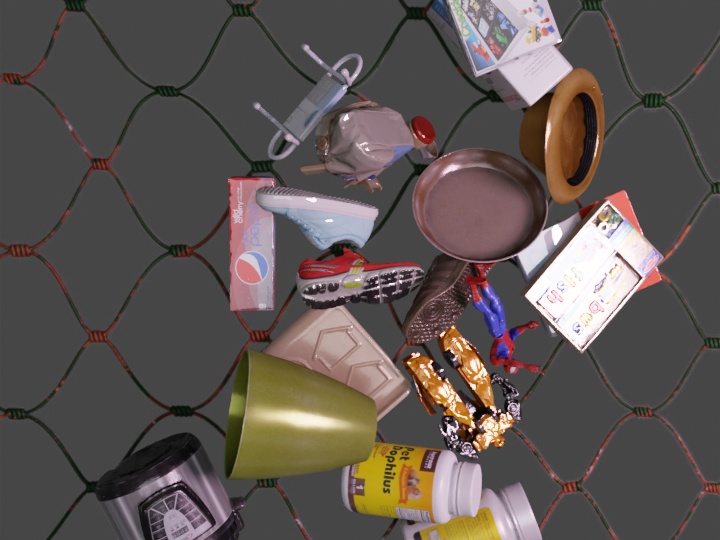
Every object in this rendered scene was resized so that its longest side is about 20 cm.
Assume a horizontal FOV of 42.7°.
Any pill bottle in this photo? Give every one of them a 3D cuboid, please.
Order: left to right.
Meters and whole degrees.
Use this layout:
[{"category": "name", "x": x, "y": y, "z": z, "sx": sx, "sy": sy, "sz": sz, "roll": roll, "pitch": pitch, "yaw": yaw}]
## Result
[{"category": "pill bottle", "x": 0.078, "y": 0.321, "z": 1.393, "sx": 0.199, "sy": 0.109, "sz": 0.110, "roll": 2, "pitch": 98, "yaw": 19}, {"category": "pill bottle", "x": 0.171, "y": 0.408, "z": 1.432, "sx": 0.199, "sy": 0.114, "sz": 0.115, "roll": -21, "pitch": 97, "yaw": 1}]

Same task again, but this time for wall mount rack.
[{"category": "wall mount rack", "x": -0.074, "y": -0.243, "z": 1.317, "sx": 0.200, "sy": 0.174, "sz": 0.075, "roll": -49, "pitch": 128, "yaw": 4}]

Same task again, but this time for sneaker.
[{"category": "sneaker", "x": -0.065, "y": -0.071, "z": 1.358, "sx": 0.199, "sy": 0.074, "sz": 0.082, "roll": 9, "pitch": 99, "yaw": -28}, {"category": "sneaker", "x": 0.000, "y": 0.000, "z": 1.399, "sx": 0.199, "sy": 0.085, "sz": 0.077, "roll": -4, "pitch": 140, "yaw": -16}, {"category": "sneaker", "x": 0.130, "y": 0.022, "z": 1.408, "sx": 0.200, "sy": 0.076, "sz": 0.070, "roll": -48, "pitch": 124, "yaw": 3}]

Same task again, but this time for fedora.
[{"category": "fedora", "x": 0.290, "y": -0.199, "z": 1.361, "sx": 0.082, "sy": 0.200, "sz": 0.202, "roll": 15, "pitch": 98, "yaw": 37}]

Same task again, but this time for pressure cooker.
[{"category": "pressure cooker", "x": -0.280, "y": 0.366, "z": 1.386, "sx": 0.175, "sy": 0.179, "sz": 0.201, "roll": -19, "pitch": 99, "yaw": 32}]

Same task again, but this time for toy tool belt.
[{"category": "toy tool belt", "x": 0.010, "y": -0.179, "z": 1.354, "sx": 0.123, "sy": 0.200, "sz": 0.125, "roll": -32, "pitch": 78, "yaw": 38}]

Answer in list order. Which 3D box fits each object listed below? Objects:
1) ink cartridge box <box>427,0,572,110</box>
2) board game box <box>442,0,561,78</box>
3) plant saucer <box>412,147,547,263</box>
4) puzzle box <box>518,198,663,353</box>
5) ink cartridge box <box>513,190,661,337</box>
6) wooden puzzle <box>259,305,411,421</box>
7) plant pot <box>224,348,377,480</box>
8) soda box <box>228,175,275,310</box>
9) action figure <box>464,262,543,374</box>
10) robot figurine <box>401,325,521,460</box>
[{"category": "ink cartridge box", "x": 0.196, "y": -0.332, "z": 1.324, "sx": 0.084, "sy": 0.145, "sz": 0.200, "roll": -42, "pitch": 96, "yaw": 4}, {"category": "board game box", "x": 0.173, "y": -0.375, "z": 1.227, "sx": 0.126, "sy": 0.035, "sz": 0.201, "roll": -22, "pitch": 97, "yaw": 1}, {"category": "plant saucer", "x": 0.176, "y": -0.092, "z": 1.369, "sx": 0.199, "sy": 0.032, "sz": 0.201, "roll": 0, "pitch": 61, "yaw": 1}, {"category": "puzzle box", "x": 0.350, "y": 0.009, "z": 1.393, "sx": 0.133, "sy": 0.025, "sz": 0.200, "roll": 43, "pitch": 83, "yaw": -12}, {"category": "ink cartridge box", "x": 0.350, "y": -0.011, "z": 1.419, "sx": 0.199, "sy": 0.047, "sz": 0.161, "roll": -24, "pitch": 98, "yaw": 3}, {"category": "wooden puzzle", "x": -0.050, "y": 0.165, "z": 1.433, "sx": 0.185, "sy": 0.046, "sz": 0.200, "roll": -41, "pitch": 92, "yaw": 3}, {"category": "plant pot", "x": -0.083, "y": 0.220, "z": 1.340, "sx": 0.199, "sy": 0.187, "sz": 0.188, "roll": 9, "pitch": 97, "yaw": -14}, {"category": "soda box", "x": -0.163, "y": -0.042, "z": 1.391, "sx": 0.070, "sy": 0.063, "sz": 0.201, "roll": 0, "pitch": 96, "yaw": -3}, {"category": "action figure", "x": 0.227, "y": 0.082, "z": 1.378, "sx": 0.099, "sy": 0.065, "sz": 0.201, "roll": 5, "pitch": 130, "yaw": 31}, {"category": "robot figurine", "x": 0.159, "y": 0.191, "z": 1.424, "sx": 0.145, "sy": 0.058, "sz": 0.200, "roll": -37, "pitch": 97, "yaw": -14}]
